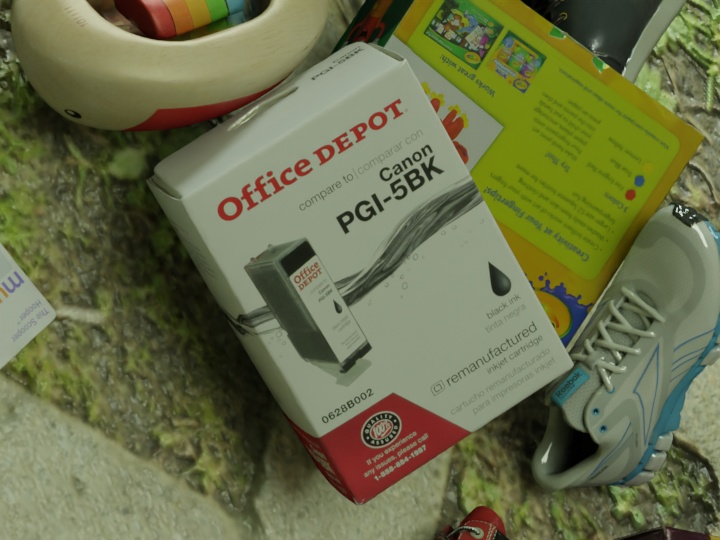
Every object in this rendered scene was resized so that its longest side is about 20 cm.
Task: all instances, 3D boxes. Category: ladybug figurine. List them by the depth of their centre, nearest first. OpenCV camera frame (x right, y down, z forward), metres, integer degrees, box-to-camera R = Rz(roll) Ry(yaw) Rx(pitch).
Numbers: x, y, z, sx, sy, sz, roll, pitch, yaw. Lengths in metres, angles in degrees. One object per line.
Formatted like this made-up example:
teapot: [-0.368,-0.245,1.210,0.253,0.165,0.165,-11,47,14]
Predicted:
ladybug figurine: [-0.103,-0.129,1.362,0.200,0.072,0.136,-20,53,-38]

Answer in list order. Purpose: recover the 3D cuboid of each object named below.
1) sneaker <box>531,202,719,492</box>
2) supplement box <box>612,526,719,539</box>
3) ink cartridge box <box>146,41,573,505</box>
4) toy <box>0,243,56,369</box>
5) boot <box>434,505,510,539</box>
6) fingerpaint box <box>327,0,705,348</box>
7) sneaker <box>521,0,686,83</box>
sneaker: [0.151,0.053,1.439,0.087,0.200,0.075,-13,41,-39]
supplement box: [0.196,0.261,1.445,0.131,0.103,0.200,12,66,-32]
ink cartridge box: [0.000,0.000,1.344,0.147,0.083,0.200,-33,108,-7]
toy: [-0.240,-0.027,1.255,0.200,0.047,0.115,52,53,-10]
boot: [0.020,0.178,1.367,0.200,0.072,0.144,33,56,-33]
fingerpaint box: [0.068,-0.067,1.439,0.200,0.073,0.167,32,91,-23]
sneaker: [0.120,-0.145,1.565,0.106,0.075,0.200,39,53,-6]
